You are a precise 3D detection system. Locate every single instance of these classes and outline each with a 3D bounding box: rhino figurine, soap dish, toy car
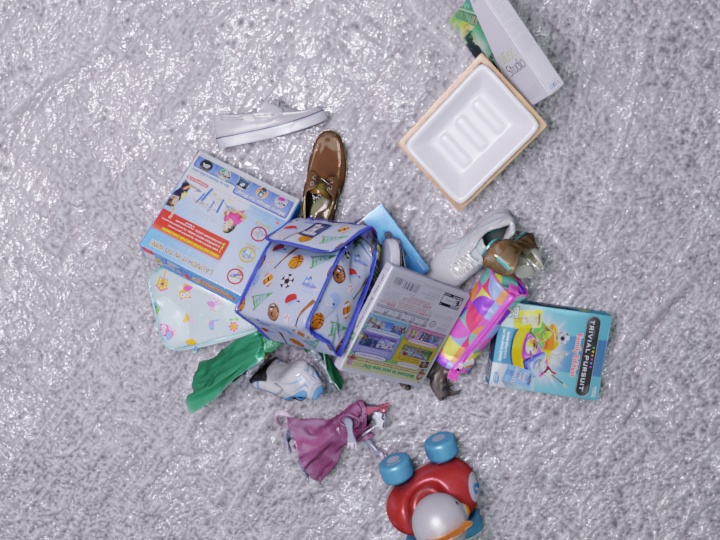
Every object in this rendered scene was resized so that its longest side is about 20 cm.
[{"bbox_3d":[0.095,0.168,1.274,0.197,0.060,0.089,29,88,-6],"label":"rhino figurine"},{"bbox_3d":[0.183,-0.227,1.192,0.157,0.081,0.200,44,110,-4],"label":"soap dish"},{"bbox_3d":[0.144,0.411,1.223,0.174,0.200,0.188,-21,100,-11],"label":"toy car"}]

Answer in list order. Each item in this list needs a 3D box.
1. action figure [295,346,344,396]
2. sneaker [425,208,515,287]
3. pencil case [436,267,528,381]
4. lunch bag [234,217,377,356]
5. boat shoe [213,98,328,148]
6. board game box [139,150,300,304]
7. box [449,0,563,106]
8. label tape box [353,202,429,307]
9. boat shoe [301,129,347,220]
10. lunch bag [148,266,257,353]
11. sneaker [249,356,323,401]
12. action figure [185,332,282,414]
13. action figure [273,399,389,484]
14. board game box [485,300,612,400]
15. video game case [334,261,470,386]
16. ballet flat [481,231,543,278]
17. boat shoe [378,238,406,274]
[{"bbox_3d":[-0.091,0.117,1.250,0.054,0.118,0.203,-24,87,-10],"label":"action figure"},{"bbox_3d":[0.187,-0.029,1.237,0.070,0.080,0.200,44,98,-7],"label":"sneaker"},{"bbox_3d":[0.201,0.089,1.226,0.087,0.089,0.202,29,115,-3],"label":"pencil case"},{"bbox_3d":[-0.077,0.008,1.118,0.167,0.124,0.203,10,65,37],"label":"lunch bag"},{"bbox_3d":[-0.154,-0.259,1.219,0.195,0.072,0.067,-10,102,11],"label":"boat shoe"},{"bbox_3d":[-0.229,-0.069,1.194,0.197,0.056,0.198,26,67,3],"label":"board game box"},{"bbox_3d":[0.230,-0.355,1.158,0.036,0.144,0.202,-36,95,-9],"label":"box"},{"bbox_3d":[0.000,0.000,1.251,0.199,0.063,0.145,-38,96,4],"label":"label tape box"},{"bbox_3d":[-0.062,-0.139,1.231,0.070,0.068,0.205,7,98,0],"label":"boat shoe"},{"bbox_3d":[-0.265,0.053,1.256,0.195,0.077,0.164,-12,99,2],"label":"lunch bag"},{"bbox_3d":[-0.130,0.191,1.223,0.072,0.199,0.073,-41,106,-27],"label":"sneaker"},{"bbox_3d":[-0.211,0.162,1.232,0.198,0.120,0.055,-34,128,24],"label":"action figure"},{"bbox_3d":[-0.034,0.286,1.291,0.198,0.135,0.150,-32,54,-7],"label":"action figure"},{"bbox_3d":[0.331,0.137,1.272,0.195,0.047,0.155,7,98,0],"label":"board game box"},{"bbox_3d":[0.071,0.093,1.158,0.198,0.022,0.185,18,104,-42],"label":"video game case"},{"bbox_3d":[0.260,-0.019,1.176,0.072,0.199,0.068,45,111,18],"label":"ballet flat"},{"bbox_3d":[0.072,0.040,1.188,0.066,0.074,0.204,-10,110,-11],"label":"boat shoe"}]
